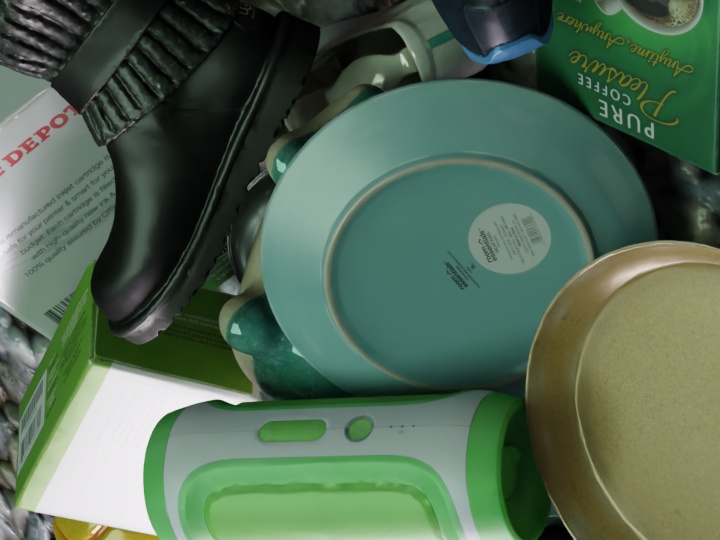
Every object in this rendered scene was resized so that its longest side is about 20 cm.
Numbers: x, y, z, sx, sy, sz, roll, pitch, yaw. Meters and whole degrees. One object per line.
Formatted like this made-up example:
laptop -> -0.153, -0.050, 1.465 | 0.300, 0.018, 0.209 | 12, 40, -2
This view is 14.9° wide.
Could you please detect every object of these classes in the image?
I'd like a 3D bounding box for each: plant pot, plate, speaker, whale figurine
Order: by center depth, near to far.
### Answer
plant pot -> 0.168, 0.078, 1.300 | 0.200, 0.027, 0.201 | 16, 117, 34
plate -> 0.049, -0.002, 1.364 | 0.199, 0.026, 0.201 | 1, 121, 1
speaker -> -0.007, 0.105, 1.397 | 0.199, 0.088, 0.089 | -3, 114, 26
whale figurine -> 0.000, 0.000, 1.432 | 0.104, 0.159, 0.200 | 38, 148, 30

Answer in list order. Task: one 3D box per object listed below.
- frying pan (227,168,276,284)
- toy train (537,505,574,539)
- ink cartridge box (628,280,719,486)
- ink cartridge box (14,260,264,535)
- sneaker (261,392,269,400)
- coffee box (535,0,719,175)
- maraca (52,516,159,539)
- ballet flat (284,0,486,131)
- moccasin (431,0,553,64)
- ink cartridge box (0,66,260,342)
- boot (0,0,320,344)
frying pan -> -0.016, 0.023, 1.562 | 0.114, 0.031, 0.191 | -2, 117, 10
toy train -> 0.103, 0.173, 1.439 | 0.199, 0.085, 0.114 | 1, 139, 12
ink cartridge box -> 0.227, 0.027, 1.284 | 0.109, 0.050, 0.200 | 52, 130, 10
ink cartridge box -> -0.083, 0.087, 1.578 | 0.148, 0.199, 0.076 | 122, 154, -44
sneaker -> -0.010, 0.091, 1.621 | 0.088, 0.075, 0.200 | 9, 132, 47
coffee box -> 0.136, -0.155, 1.279 | 0.123, 0.044, 0.201 | 27, 133, 39
maraca -> -0.152, 0.140, 1.796 | 0.137, 0.107, 0.201 | -5, 111, 45
ballet flat -> -0.004, -0.101, 1.474 | 0.200, 0.069, 0.070 | -24, 95, 55
moccasin -> 0.046, -0.186, 1.303 | 0.200, 0.080, 0.068 | 60, 175, 40
ink cartridge box -> -0.162, -0.050, 1.552 | 0.200, 0.146, 0.084 | 40, -161, -45
boot -> -0.132, -0.077, 1.413 | 0.157, 0.079, 0.212 | 23, 112, -14
